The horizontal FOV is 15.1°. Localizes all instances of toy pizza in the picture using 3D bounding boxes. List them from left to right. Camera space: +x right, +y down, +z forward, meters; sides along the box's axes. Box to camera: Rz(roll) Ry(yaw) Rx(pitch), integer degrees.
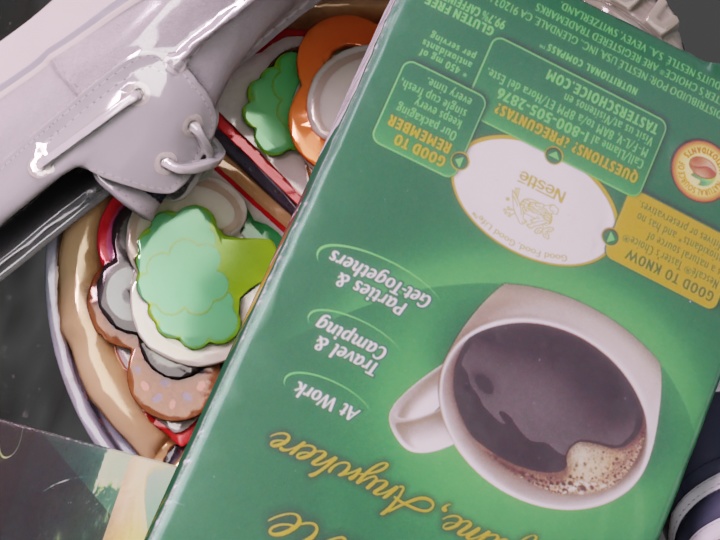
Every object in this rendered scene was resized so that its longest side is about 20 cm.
[{"bbox_3d":[0.000,0.000,0.857,0.199,0.032,0.201,1,82,-4],"label":"toy pizza"}]

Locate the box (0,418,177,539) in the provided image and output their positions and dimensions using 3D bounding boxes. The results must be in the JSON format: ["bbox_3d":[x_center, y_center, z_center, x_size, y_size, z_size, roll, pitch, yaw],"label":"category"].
[{"bbox_3d":[-0.117,0.113,0.768,0.199,0.036,0.145,10,78,40],"label":"box"}]

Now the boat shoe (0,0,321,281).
[{"bbox_3d":[-0.078,-0.045,0.821,0.199,0.072,0.069,-30,77,2],"label":"boat shoe"}]

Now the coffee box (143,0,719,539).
[{"bbox_3d":[0.029,0.024,0.706,0.123,0.044,0.201,25,71,-6],"label":"coffee box"}]

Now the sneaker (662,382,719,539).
[{"bbox_3d":[0.168,0.097,0.737,0.199,0.109,0.070,21,117,-9],"label":"sneaker"}]

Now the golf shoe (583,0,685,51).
[{"bbox_3d":[0.108,-0.020,0.808,0.200,0.097,0.078,33,73,5],"label":"golf shoe"}]
